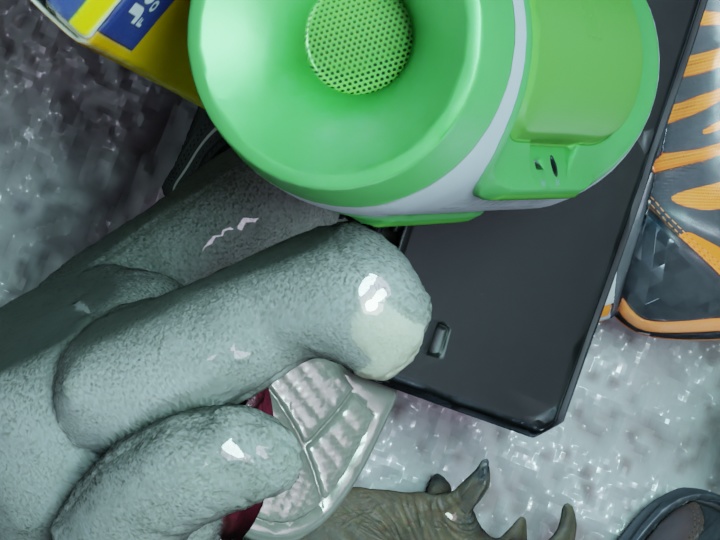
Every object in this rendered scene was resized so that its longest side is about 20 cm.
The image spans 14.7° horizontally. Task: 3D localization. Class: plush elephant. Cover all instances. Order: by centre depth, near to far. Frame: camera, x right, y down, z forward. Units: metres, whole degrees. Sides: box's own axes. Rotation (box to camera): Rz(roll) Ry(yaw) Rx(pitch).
[{"bbox_3d":[-0.053,0.081,0.766,0.200,0.165,0.155,-30,107,-11],"label":"plush elephant"}]

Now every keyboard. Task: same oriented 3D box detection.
[{"bbox_3d":[0.045,-0.057,0.876,0.104,0.040,0.201,21,86,-24],"label":"keyboard"}]

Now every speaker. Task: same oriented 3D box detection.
[{"bbox_3d":[0.023,-0.057,0.733,0.088,0.200,0.089,1,92,17],"label":"speaker"}]

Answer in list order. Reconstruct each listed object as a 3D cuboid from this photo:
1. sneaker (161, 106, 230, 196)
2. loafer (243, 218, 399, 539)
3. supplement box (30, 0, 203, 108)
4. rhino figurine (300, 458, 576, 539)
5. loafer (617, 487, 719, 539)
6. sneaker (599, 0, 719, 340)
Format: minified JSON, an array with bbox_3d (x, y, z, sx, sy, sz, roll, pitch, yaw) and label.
[{"bbox_3d":[-0.025,-0.115,0.888,0.086,0.080,0.201,23,84,2],"label":"sneaker"},{"bbox_3d":[0.000,0.000,0.902,0.072,0.063,0.200,39,70,-14],"label":"loafer"},{"bbox_3d":[-0.049,-0.119,0.754,0.109,0.200,0.110,41,94,12],"label":"supplement box"},{"bbox_3d":[-0.010,0.118,0.895,0.199,0.060,0.088,-25,84,-24],"label":"rhino figurine"},{"bbox_3d":[0.085,0.164,0.940,0.072,0.063,0.200,35,77,-21],"label":"loafer"},{"bbox_3d":[0.135,-0.075,0.933,0.112,0.078,0.201,7,100,1],"label":"sneaker"}]
